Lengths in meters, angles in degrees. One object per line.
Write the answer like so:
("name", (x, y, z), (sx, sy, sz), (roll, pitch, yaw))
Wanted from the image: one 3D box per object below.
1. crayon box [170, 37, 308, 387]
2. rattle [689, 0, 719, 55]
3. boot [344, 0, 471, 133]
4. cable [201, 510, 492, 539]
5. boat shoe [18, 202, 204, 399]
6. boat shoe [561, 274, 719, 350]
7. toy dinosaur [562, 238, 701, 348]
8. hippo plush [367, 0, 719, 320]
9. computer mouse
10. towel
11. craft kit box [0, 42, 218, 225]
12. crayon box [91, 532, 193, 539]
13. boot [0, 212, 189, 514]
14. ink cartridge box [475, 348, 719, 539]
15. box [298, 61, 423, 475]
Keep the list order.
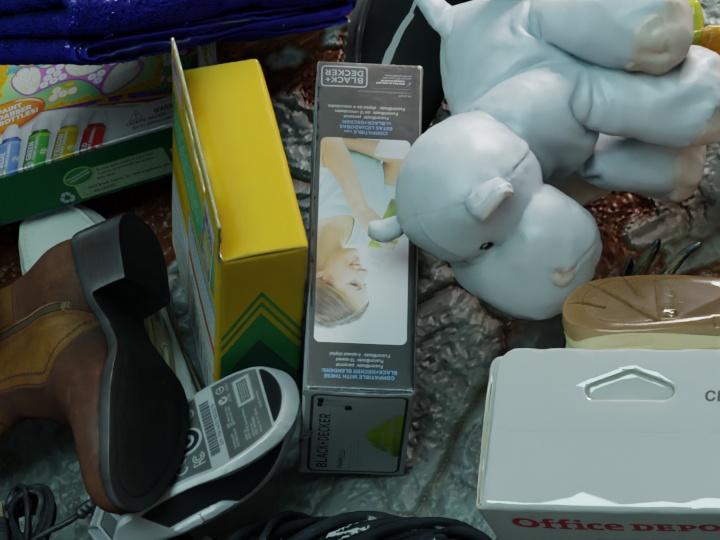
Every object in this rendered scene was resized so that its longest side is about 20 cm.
("crayon box", (-0.067, -0.023, 1.619), (0.051, 0.200, 0.126), (-10, 59, -9))
("rattle", (0.169, -0.171, 1.697), (0.142, 0.131, 0.200), (-14, 28, -8))
("boot", (0.075, -0.169, 1.655), (0.200, 0.065, 0.165), (-15, 62, 55))
("cable", (-0.007, 0.160, 1.535), (0.163, 0.051, 0.200), (-14, 16, 0))
("boat shoe", (-0.145, 0.027, 1.698), (0.075, 0.068, 0.200), (-37, 57, 1))
("boat shoe", (0.201, 0.041, 1.488), (0.199, 0.063, 0.073), (3, 30, 9))
("toy dinosaur", (0.203, 0.034, 1.571), (0.199, 0.086, 0.136), (-16, 53, 4))
("hippo plush", (0.093, -0.069, 1.546), (0.159, 0.200, 0.161), (-22, 30, 42))
("computer mouse", (-0.111, 0.123, 1.596), (0.200, 0.044, 0.110), (-29, 37, 10))
("towel", (-0.113, -0.139, 1.637), (0.147, 0.199, 0.050), (-5, 95, 54))
("craft kit box", (-0.182, -0.123, 1.782), (0.199, 0.049, 0.198), (-16, 46, 11))
("crayon box", (-0.126, 0.243, 1.594), (0.127, 0.051, 0.200), (-25, 59, 5))
("boot", (-0.194, 0.080, 1.617), (0.200, 0.068, 0.189), (-27, 56, 25))
("ink cartridge box", (0.151, 0.117, 1.474), (0.145, 0.200, 0.084), (-1, 64, 19))
("box", (0.000, 0.000, 1.631), (0.060, 0.117, 0.201), (3, 62, -1))
